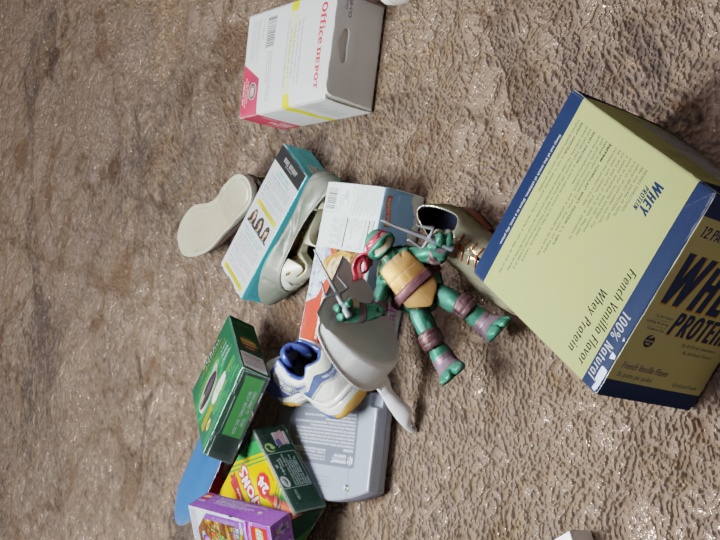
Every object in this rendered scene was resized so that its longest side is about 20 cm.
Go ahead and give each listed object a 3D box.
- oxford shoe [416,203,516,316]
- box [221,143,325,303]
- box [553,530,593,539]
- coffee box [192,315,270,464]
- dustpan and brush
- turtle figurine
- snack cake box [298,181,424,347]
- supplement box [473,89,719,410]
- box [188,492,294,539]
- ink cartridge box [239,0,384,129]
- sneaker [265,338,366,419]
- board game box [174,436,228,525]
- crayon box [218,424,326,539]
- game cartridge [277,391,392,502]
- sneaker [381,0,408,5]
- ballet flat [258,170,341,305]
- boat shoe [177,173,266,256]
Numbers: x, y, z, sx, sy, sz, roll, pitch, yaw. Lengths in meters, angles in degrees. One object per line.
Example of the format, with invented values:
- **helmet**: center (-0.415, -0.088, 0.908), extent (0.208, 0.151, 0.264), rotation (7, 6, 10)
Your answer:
- **oxford shoe**: center (0.126, -0.010, 1.290), extent (0.200, 0.073, 0.071), rotation (41, 110, 48)
- **box**: center (-0.113, -0.061, 1.628), extent (0.201, 0.049, 0.082), rotation (-59, 42, 23)
- **box**: center (0.188, 0.366, 1.144), extent (0.144, 0.036, 0.202), rotation (-42, 50, 37)
- **coffee box**: center (-0.165, 0.146, 1.537), extent (0.124, 0.044, 0.200), rotation (-65, 17, 9)
- **dustpan and brush**: center (0.013, 0.099, 1.343), extent (0.057, 0.200, 0.140), rotation (-35, 16, 28)
- **turtle figurine**: center (0.055, 0.015, 1.277), extent (0.200, 0.101, 0.150), rotation (46, 109, 7)
- **snack cake box**: center (0.000, 0.000, 1.455), extent (0.114, 0.067, 0.203), rotation (11, 90, 50)
- **supplement box**: center (0.243, -0.018, 1.095), extent (0.200, 0.133, 0.202), rotation (48, 117, 47)
- **box**: center (-0.130, 0.374, 1.454), extent (0.136, 0.039, 0.203), rotation (5, 111, 39)
- **ink cartridge box**: center (-0.066, -0.273, 1.597), extent (0.199, 0.083, 0.147), rotation (-1, 80, 52)
- **sneaker**: center (-0.070, 0.114, 1.454), extent (0.075, 0.088, 0.199), rotation (-49, 25, -22)
- **board game box**: center (-0.185, 0.247, 1.604), extent (0.202, 0.039, 0.158), rotation (-67, 18, -6)
- **crayon box**: center (-0.123, 0.305, 1.506), extent (0.128, 0.050, 0.201), rotation (57, 136, 33)
- **game cartridge**: center (-0.035, 0.210, 1.470), extent (0.199, 0.040, 0.135), rotation (-2, 76, 52)
- **sneaker**: center (0.088, -0.370, 1.433), extent (0.200, 0.074, 0.101), rotation (-38, 51, 40)
- **ballet flat**: center (-0.072, -0.030, 1.558), extent (0.064, 0.067, 0.202), rotation (42, 114, 39)
- **boat shoe**: center (-0.190, -0.076, 1.724), extent (0.199, 0.059, 0.073), rotation (-36, 69, 42)
